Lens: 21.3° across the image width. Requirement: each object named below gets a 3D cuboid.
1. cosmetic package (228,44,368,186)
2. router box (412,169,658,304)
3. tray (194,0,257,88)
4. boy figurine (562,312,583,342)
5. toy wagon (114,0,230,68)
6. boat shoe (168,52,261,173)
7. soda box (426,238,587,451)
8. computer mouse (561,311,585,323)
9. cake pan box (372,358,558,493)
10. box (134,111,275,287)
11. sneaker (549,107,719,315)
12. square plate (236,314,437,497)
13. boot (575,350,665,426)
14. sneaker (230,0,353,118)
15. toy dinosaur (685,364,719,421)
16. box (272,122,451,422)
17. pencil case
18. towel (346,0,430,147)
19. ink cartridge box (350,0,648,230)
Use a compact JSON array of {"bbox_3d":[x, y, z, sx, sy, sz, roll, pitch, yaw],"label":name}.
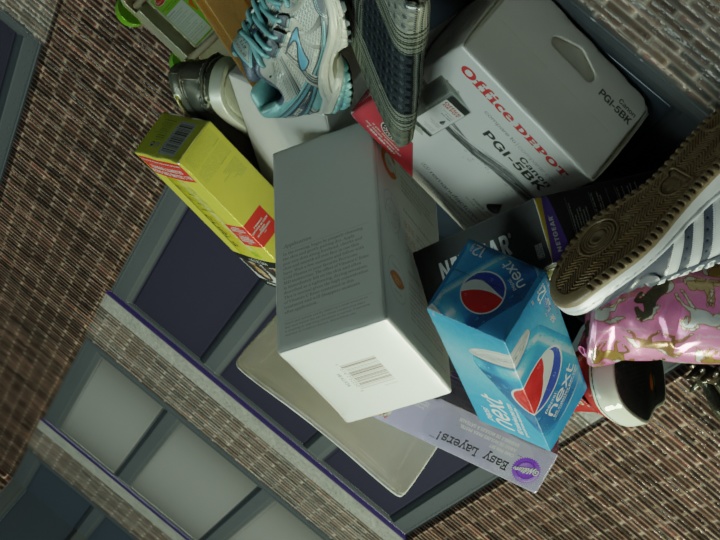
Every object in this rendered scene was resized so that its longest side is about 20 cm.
[{"bbox_3d":[-0.032,-0.114,1.663,0.107,0.085,0.200,27,152,26],"label":"cosmetic package"},{"bbox_3d":[0.155,-0.025,1.469,0.200,0.157,0.052,-25,80,63],"label":"router box"},{"bbox_3d":[-0.091,-0.242,1.508,0.200,0.098,0.037,56,-175,-33],"label":"tray"},{"bbox_3d":[0.109,0.025,1.731,0.200,0.064,0.124,13,145,45],"label":"boy figurine"},{"bbox_3d":[-0.169,-0.247,1.682,0.200,0.040,0.155,44,155,-10],"label":"toy wagon"},{"bbox_3d":[-0.106,-0.133,1.707,0.060,0.072,0.202,7,161,23],"label":"boat shoe"},{"bbox_3d":[0.112,0.059,1.421,0.068,0.064,0.200,24,162,26],"label":"soda box"},{"bbox_3d":[0.193,0.026,1.536,0.200,0.140,0.046,-2,120,55],"label":"computer mouse"},{"bbox_3d":[0.091,0.105,1.728,0.200,0.184,0.052,25,114,-5],"label":"cake pan box"},{"bbox_3d":[-0.107,-0.057,1.689,0.075,0.050,0.200,17,156,48],"label":"box"},{"bbox_3d":[0.233,-0.018,1.346,0.109,0.200,0.070,47,-179,-33],"label":"sneaker"},{"bbox_3d":[0.009,0.088,1.810,0.198,0.200,0.028,38,145,2],"label":"square plate"},{"bbox_3d":[0.171,0.098,1.604,0.144,0.073,0.200,-6,176,16],"label":"boot"},{"bbox_3d":[-0.055,-0.180,1.455,0.200,0.086,0.078,83,167,-54],"label":"sneaker"},{"bbox_3d":[0.320,0.108,1.567,0.102,0.077,0.200,48,152,-4],"label":"toy dinosaur"},{"bbox_3d":[0.000,0.000,1.548,0.097,0.200,0.124,-18,141,20],"label":"box"},{"bbox_3d":[0.264,0.037,1.428,0.199,0.087,0.083,5,-178,8],"label":"pencil case"},{"bbox_3d":[0.009,-0.217,1.388,0.193,0.034,0.200,92,159,-63],"label":"towel"},{"bbox_3d":[0.102,-0.122,1.466,0.147,0.083,0.200,44,155,-10],"label":"ink cartridge box"}]
